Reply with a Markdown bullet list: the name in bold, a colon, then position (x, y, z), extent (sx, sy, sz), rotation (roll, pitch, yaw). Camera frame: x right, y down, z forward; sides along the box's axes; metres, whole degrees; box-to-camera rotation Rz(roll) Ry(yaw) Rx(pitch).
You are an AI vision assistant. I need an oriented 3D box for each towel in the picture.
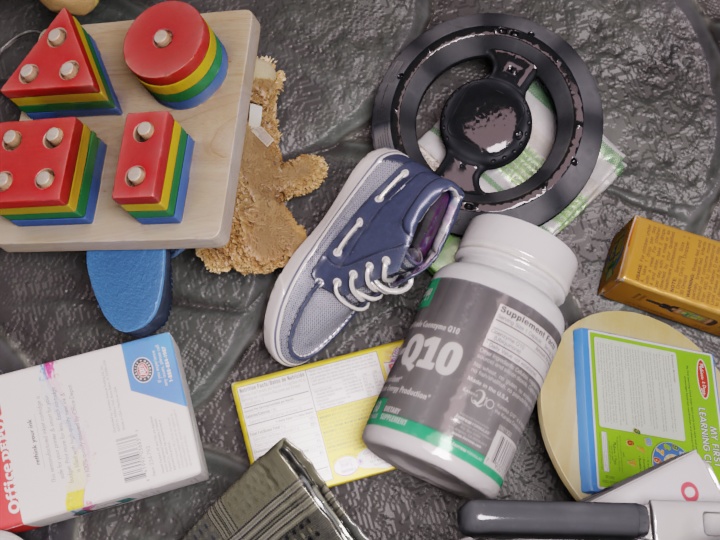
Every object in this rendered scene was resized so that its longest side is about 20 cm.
- **towel**: position (-0.041, 0.237, 0.745), extent (0.034, 0.200, 0.193), rotation (-25, 74, -45)
- **towel**: position (0.118, -0.078, 0.910), extent (0.200, 0.031, 0.149), rotation (-44, 80, -10)

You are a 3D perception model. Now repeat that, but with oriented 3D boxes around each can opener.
- **can opener**: position (0.159, 0.160, 0.606), extent (0.199, 0.067, 0.054), rotation (4, 69, -8)

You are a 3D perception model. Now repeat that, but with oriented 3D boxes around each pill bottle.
- **pill bottle**: position (0.090, 0.065, 0.799), extent (0.113, 0.113, 0.201), rotation (25, 73, 3)

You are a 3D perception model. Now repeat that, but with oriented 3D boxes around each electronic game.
- **electronic game**: position (0.108, -0.125, 0.884), extent (0.199, 0.042, 0.201), rotation (-1, 80, 6)

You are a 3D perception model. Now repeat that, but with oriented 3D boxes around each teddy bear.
- **teddy bear**: position (-0.103, -0.092, 0.871), extent (0.145, 0.067, 0.201), rotation (-24, 89, -33)

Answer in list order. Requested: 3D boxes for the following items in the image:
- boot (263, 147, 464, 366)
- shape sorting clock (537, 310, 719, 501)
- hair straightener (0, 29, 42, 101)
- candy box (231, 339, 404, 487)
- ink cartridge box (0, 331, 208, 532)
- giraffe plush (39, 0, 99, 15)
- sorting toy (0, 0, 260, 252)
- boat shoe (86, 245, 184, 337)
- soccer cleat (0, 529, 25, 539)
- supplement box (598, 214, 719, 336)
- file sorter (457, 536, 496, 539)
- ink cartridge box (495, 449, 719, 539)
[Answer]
- **boot**: position (0.000, 0.000, 0.822), extent (0.090, 0.073, 0.201), rotation (32, 94, 47)
- **shape sorting clock**: position (0.231, 0.126, 0.832), extent (0.199, 0.039, 0.201), rotation (8, 60, -15)
- **hair straightener**: position (-0.233, -0.170, 0.908), extent (0.199, 0.041, 0.077), rotation (9, 75, 3)
- **candy box**: position (0.002, 0.119, 0.848), extent (0.199, 0.026, 0.103), rotation (-13, 74, -7)
- **ink cartridge box**: position (-0.231, 0.133, 0.809), extent (0.199, 0.067, 0.117), rotation (-14, 76, -7)
- **giraffe plush**: position (-0.243, -0.319, 0.887), extent (0.171, 0.162, 0.201), rotation (11, 96, -8)
- **sorting toy**: position (-0.194, -0.121, 0.802), extent (0.199, 0.070, 0.200), rotation (-1, 69, 18)
- **boat shoe**: position (-0.179, -0.038, 0.842), extent (0.084, 0.069, 0.201), rotation (-15, 66, 11)
- **soccer cleat**: position (-0.213, 0.270, 0.747), extent (0.200, 0.073, 0.068), rotation (41, 100, -14)
- **supplement box**: position (0.311, 0.018, 0.874), extent (0.199, 0.067, 0.069), rotation (16, 75, 0)
- **file sorter**: position (0.132, 0.286, 0.758), extent (0.124, 0.139, 0.201), rotation (-15, 77, -11)
- **ink cartridge box**: position (0.156, 0.226, 0.663), extent (0.199, 0.086, 0.148), rotation (-20, 76, -16)
